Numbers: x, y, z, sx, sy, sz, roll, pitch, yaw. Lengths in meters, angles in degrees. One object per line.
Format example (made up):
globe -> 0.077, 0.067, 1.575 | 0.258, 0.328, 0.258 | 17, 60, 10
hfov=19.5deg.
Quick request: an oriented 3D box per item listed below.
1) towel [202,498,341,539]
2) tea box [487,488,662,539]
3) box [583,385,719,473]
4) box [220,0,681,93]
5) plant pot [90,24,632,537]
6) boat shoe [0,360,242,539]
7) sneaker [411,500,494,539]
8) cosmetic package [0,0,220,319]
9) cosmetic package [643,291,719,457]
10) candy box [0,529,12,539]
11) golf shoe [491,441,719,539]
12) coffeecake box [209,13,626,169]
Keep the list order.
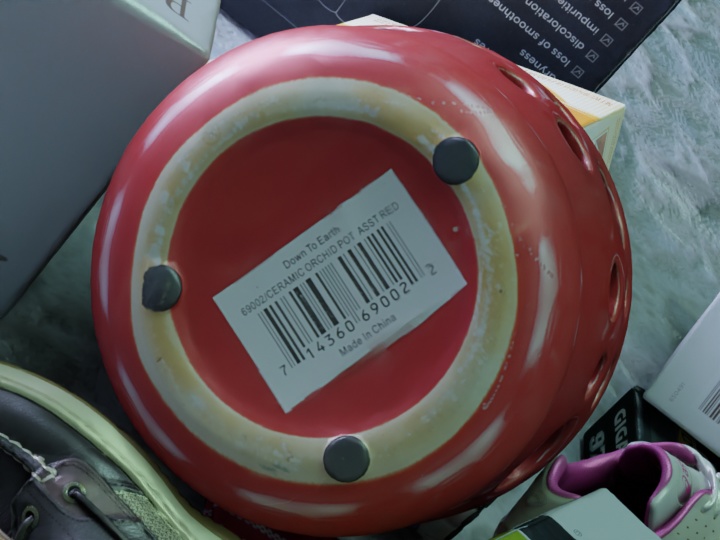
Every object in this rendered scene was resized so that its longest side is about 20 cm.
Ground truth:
towel -> -0.011, 0.178, 0.800 | 0.144, 0.022, 0.201 | 32, 33, -19
tea box -> 0.074, 0.203, 0.689 | 0.200, 0.134, 0.196 | 43, 30, 21
box -> 0.183, 0.168, 1.013 | 0.158, 0.046, 0.201 | 32, 32, -17
box -> 0.059, -0.176, 1.140 | 0.200, 0.197, 0.124 | 39, 30, -7
plant pot -> 0.000, 0.000, 0.797 | 0.201, 0.200, 0.182 | 49, 7, 9
boat shoe -> -0.095, 0.102, 0.733 | 0.199, 0.074, 0.065 | 33, 40, 10
sneaker -> 0.039, 0.035, 0.979 | 0.089, 0.079, 0.200 | 40, 31, -10
cosmetic package -> -0.160, -0.127, 0.857 | 0.167, 0.166, 0.201 | 31, 34, -20
cosmetic package -> 0.221, 0.056, 1.109 | 0.101, 0.071, 0.200 | 38, 13, 9
candy box -> -0.140, 0.164, 0.543 | 0.117, 0.056, 0.200 | 42, 62, -2
golf shoe -> 0.145, 0.116, 0.908 | 0.199, 0.092, 0.075 | -4, 39, -29
coffeecake box -> 0.015, -0.054, 1.005 | 0.153, 0.074, 0.200 | 23, 24, 23
